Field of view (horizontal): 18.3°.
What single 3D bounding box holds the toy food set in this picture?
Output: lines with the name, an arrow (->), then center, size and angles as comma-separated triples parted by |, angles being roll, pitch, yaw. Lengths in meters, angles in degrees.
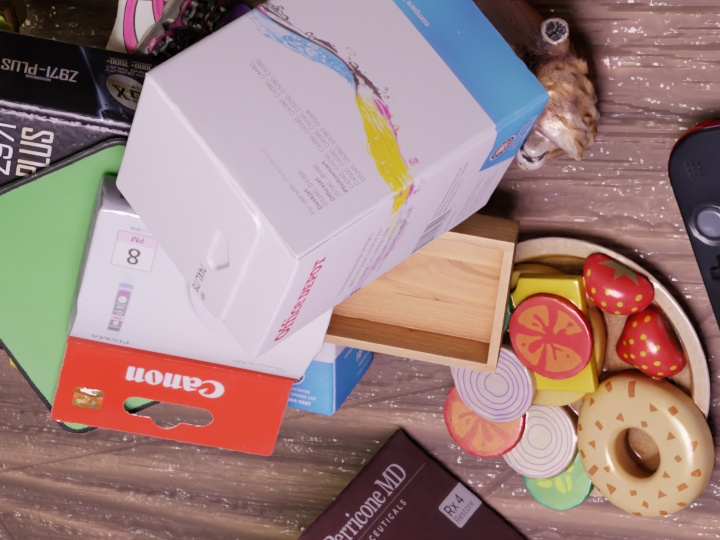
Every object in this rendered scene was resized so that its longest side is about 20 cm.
toy food set -> 0.142, 0.073, 1.515 | 0.196, 0.049, 0.202 | 1, 114, 30

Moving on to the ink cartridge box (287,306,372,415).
ink cartridge box -> -0.068, -0.017, 1.563 | 0.143, 0.085, 0.202 | 12, 122, 20

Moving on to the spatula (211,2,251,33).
spatula -> -0.130, -0.191, 1.545 | 0.199, 0.021, 0.057 | 38, 128, -8

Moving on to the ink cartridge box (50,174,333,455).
ink cartridge box -> -0.109, 0.044, 1.456 | 0.161, 0.057, 0.201 | 11, 119, -10

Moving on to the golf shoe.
golf shoe -> -0.128, -0.205, 1.500 | 0.092, 0.072, 0.201 | 35, 102, 19

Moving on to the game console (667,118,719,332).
game console -> 0.299, -0.021, 1.387 | 0.199, 0.031, 0.178 | -8, 109, 34

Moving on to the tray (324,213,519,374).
tray -> 0.000, 0.000, 1.476 | 0.198, 0.037, 0.099 | 11, 120, 7

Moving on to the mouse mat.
mouse mat -> -0.173, 0.014, 1.468 | 0.160, 0.008, 0.201 | -22, 125, 14

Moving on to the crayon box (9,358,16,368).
crayon box -> -0.208, -0.013, 1.673 | 0.126, 0.051, 0.202 | 13, 120, 25

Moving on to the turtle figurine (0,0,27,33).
turtle figurine -> -0.253, -0.173, 1.550 | 0.064, 0.162, 0.201 | 20, 112, -9

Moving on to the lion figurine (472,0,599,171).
lion figurine -> 0.084, -0.160, 1.416 | 0.072, 0.122, 0.201 | -32, 78, 4

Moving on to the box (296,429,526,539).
box -> 0.029, 0.263, 1.602 | 0.200, 0.166, 0.165 | 41, 128, 5

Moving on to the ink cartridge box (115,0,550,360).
ink cartridge box -> -0.020, -0.077, 1.344 | 0.146, 0.199, 0.147 | 51, 154, 12

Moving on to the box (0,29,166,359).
box -> -0.214, -0.048, 1.480 | 0.162, 0.086, 0.201 | 10, 126, -8
